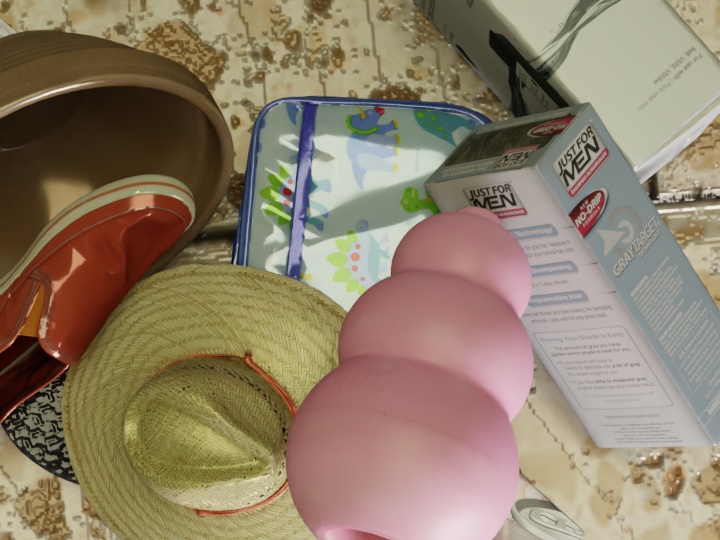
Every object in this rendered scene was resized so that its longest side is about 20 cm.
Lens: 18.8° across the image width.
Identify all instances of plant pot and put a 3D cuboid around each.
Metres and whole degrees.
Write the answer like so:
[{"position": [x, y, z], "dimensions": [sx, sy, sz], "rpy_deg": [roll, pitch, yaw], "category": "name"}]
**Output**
[{"position": [-0.179, -0.069, 1.223], "dimensions": [0.200, 0.201, 0.093], "rpy_deg": [-25, 59, -5], "category": "plant pot"}]

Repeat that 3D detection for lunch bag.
[{"position": [0.000, 0.000, 1.287], "dimensions": [0.159, 0.082, 0.202], "rpy_deg": [7, 80, 2], "category": "lunch bag"}]

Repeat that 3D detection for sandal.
[{"position": [-0.135, 0.104, 1.289], "dimensions": [0.199, 0.045, 0.075], "rpy_deg": [33, 86, -9], "category": "sandal"}]

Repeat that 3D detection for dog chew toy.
[{"position": [0.036, 0.057, 1.159], "dimensions": [0.124, 0.125, 0.201], "rpy_deg": [18, 67, 1], "category": "dog chew toy"}]

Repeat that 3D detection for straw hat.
[{"position": [-0.084, 0.092, 1.201], "dimensions": [0.199, 0.085, 0.203], "rpy_deg": [0, 92, 10], "category": "straw hat"}]

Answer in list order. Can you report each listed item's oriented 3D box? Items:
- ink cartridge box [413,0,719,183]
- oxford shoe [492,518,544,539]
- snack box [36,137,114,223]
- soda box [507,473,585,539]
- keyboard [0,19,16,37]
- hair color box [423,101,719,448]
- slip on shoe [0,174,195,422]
[{"position": [0.116, -0.141, 1.277], "dimensions": [0.083, 0.147, 0.200], "rpy_deg": [-41, 84, -7], "category": "ink cartridge box"}, {"position": [0.102, 0.190, 1.203], "dimensions": [0.058, 0.075, 0.201], "rpy_deg": [-37, 81, -4], "category": "oxford shoe"}, {"position": [-0.241, -0.105, 1.314], "dimensions": [0.200, 0.024, 0.072], "rpy_deg": [42, 95, 4], "category": "snack box"}, {"position": [0.040, 0.207, 1.265], "dimensions": [0.068, 0.064, 0.200], "rpy_deg": [41, 83, 4], "category": "soda box"}, {"position": [-0.224, -0.120, 1.331], "dimensions": [0.200, 0.011, 0.056], "rpy_deg": [41, 83, 4], "category": "keyboard"}, {"position": [0.133, 0.007, 1.236], "dimensions": [0.061, 0.099, 0.201], "rpy_deg": [-48, 113, -31], "category": "hair color box"}, {"position": [-0.167, 0.022, 1.214], "dimensions": [0.200, 0.074, 0.061], "rpy_deg": [-39, 55, 11], "category": "slip on shoe"}]
